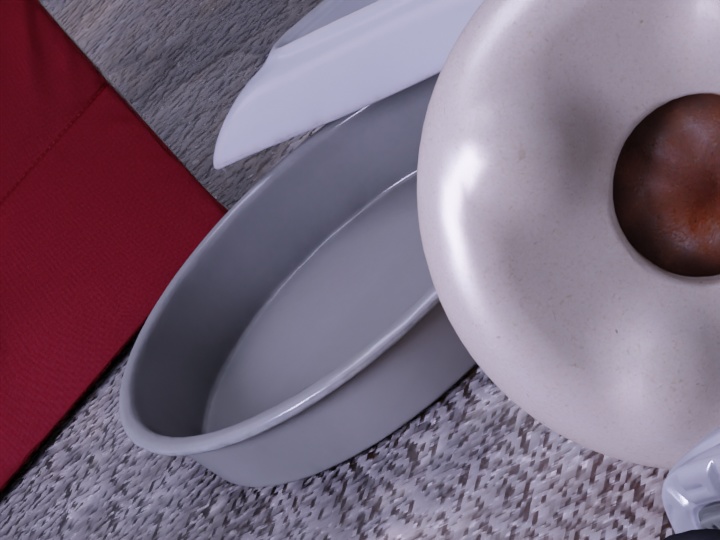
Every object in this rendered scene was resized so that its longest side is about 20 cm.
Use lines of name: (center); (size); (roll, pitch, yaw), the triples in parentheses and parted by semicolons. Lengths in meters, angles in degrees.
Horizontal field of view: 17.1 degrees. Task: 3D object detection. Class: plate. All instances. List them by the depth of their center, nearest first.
plate: (0.050, -0.124, 0.945); (0.200, 0.032, 0.200); (-20, 16, 42)

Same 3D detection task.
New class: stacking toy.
stacking toy: (0.084, -0.031, 0.687); (0.146, 0.146, 0.200); (-41, 7, 3)

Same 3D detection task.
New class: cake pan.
cake pan: (0.000, 0.000, 0.852); (0.200, 0.037, 0.200); (-35, 23, 18)

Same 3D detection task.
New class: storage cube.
storage cube: (-0.199, -0.018, 1.040); (0.180, 0.171, 0.200); (-50, 23, -20)

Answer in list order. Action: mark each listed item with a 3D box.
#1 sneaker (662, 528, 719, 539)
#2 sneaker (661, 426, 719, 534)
sneaker: (0.043, 0.135, 0.470); (0.077, 0.084, 0.200); (-17, 33, 47)
sneaker: (0.154, 0.023, 0.506); (0.200, 0.078, 0.099); (-10, 35, 52)
